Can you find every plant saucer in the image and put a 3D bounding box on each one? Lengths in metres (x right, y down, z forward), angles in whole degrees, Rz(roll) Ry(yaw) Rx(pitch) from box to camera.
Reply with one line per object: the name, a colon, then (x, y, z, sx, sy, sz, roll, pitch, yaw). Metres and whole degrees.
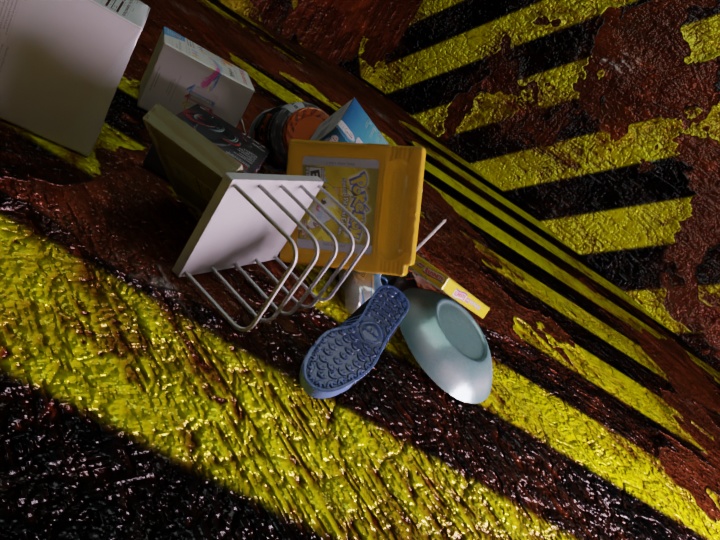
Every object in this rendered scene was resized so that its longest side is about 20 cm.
plant saucer: (0.140, 0.099, 0.877, 0.200, 0.039, 0.202, 32, 34, -24)

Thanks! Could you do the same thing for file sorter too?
file sorter: (-0.096, -0.025, 0.722, 0.124, 0.139, 0.200, 43, 23, 14)

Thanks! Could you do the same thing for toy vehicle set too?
toy vehicle set: (-0.199, -0.114, 0.743, 0.124, 0.027, 0.200, 37, -18, 5)

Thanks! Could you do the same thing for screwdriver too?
screwdriver: (0.077, -0.022, 0.940, 0.028, 0.200, 0.029, 42, -17, 11)

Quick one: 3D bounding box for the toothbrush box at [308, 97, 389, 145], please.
toothbrush box: (0.008, -0.153, 0.940, 0.200, 0.085, 0.147, 49, 29, -20)

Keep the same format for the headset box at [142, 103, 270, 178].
headset box: (-0.236, -0.178, 0.921, 0.148, 0.075, 0.200, 31, 21, -11)

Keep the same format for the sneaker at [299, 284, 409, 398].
sneaker: (-0.010, 0.096, 0.702, 0.070, 0.078, 0.200, 41, 43, 10)

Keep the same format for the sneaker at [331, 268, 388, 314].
sneaker: (0.000, 0.000, 0.896, 0.072, 0.072, 0.201, 12, 34, -22)

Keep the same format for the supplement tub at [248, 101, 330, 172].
supplement tub: (-0.124, -0.242, 1.071, 0.122, 0.124, 0.200, 23, -1, -28)

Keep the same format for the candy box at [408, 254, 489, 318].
candy box: (0.133, 0.021, 0.933, 0.102, 0.027, 0.200, 39, 5, 33)

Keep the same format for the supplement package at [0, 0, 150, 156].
supplement package: (-0.408, -0.296, 0.756, 0.199, 0.192, 0.148, 24, 24, -27)

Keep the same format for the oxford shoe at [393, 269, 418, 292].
oxford shoe: (0.060, 0.010, 0.965, 0.200, 0.073, 0.071, 44, 22, 20)

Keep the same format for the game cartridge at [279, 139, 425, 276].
game cartridge: (-0.014, -0.090, 0.822, 0.198, 0.179, 0.032, 7, 5, 19)

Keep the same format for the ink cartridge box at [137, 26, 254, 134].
ink cartridge box: (-0.298, -0.337, 1.100, 0.198, 0.126, 0.129, 21, 25, -30)
